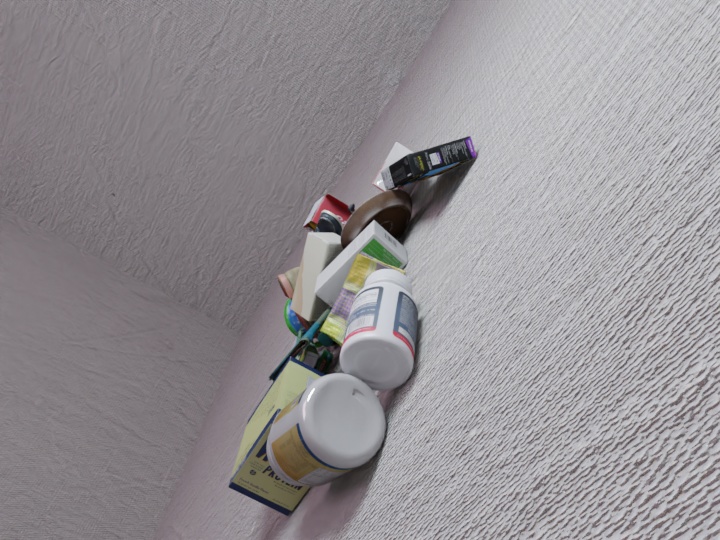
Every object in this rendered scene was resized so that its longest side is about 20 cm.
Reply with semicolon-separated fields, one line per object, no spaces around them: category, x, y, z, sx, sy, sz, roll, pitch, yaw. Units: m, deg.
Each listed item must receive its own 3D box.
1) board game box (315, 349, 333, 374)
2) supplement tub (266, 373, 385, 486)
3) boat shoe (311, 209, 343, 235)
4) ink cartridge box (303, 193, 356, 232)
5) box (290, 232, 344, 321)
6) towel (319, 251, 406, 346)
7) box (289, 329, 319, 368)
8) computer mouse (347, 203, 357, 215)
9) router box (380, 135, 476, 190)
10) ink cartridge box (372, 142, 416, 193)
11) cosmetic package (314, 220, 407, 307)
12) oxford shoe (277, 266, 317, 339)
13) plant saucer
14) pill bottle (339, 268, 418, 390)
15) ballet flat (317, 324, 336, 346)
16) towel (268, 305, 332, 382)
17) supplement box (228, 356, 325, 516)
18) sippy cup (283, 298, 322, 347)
board game box;-0.138;0.286;1.562;0.200;0.029;0.135;-40;23;60
supplement tub;-0.063;0.265;0.995;0.200;0.144;0.145;-46;18;50
boat shoe;-0.090;-0.085;1.578;0.062;0.075;0.200;-52;-8;-23
ink cartridge box;-0.041;-0.115;1.674;0.084;0.199;0.175;-62;11;-9
box;-0.094;0.014;1.491;0.077;0.094;0.202;28;109;39
towel;0.004;0.068;1.270;0.143;0.023;0.201;29;94;38
box;-0.155;0.242;1.530;0.200;0.036;0.146;-144;76;-74
computer mouse;0.038;-0.150;1.594;0.200;0.139;0.046;-72;-7;-64
router box;0.142;-0.229;1.330;0.148;0.052;0.200;-19;4;-13
ink cartridge box;0.101;-0.237;1.535;0.117;0.067;0.200;-59;-11;6
cosmetic package;0.000;0.000;1.377;0.200;0.107;0.085;-46;17;19
oxford shoe;-0.139;0.085;1.582;0.073;0.201;0.071;-31;24;-14
plant saucer;0.045;-0.103;1.435;0.199;0.032;0.201;-28;-30;-18
pill bottle;0.038;0.092;1.042;0.120;0.119;0.201;-52;14;34
ballet flat;-0.051;0.133;1.472;0.200;0.074;0.075;-29;33;63
towel;-0.122;0.155;1.368;0.147;0.022;0.200;-49;0;26
supplement box;-0.141;0.323;1.218;0.201;0.133;0.200;-56;12;20
sippy cup;-0.123;0.111;1.696;0.139;0.179;0.130;-33;3;-41
